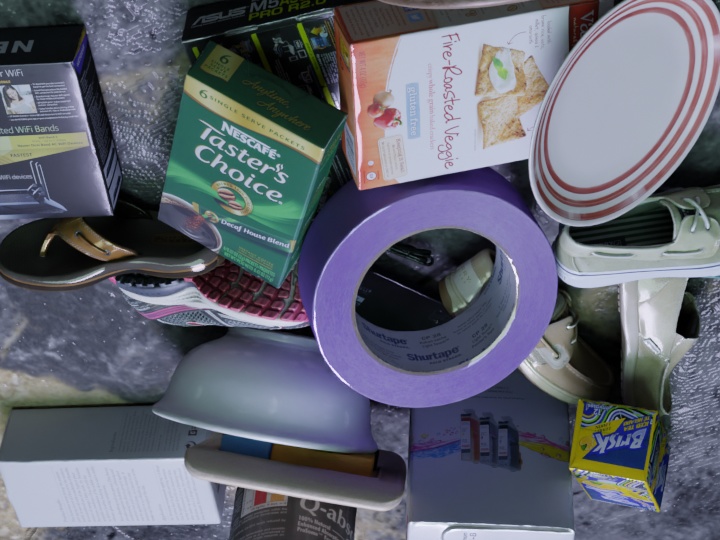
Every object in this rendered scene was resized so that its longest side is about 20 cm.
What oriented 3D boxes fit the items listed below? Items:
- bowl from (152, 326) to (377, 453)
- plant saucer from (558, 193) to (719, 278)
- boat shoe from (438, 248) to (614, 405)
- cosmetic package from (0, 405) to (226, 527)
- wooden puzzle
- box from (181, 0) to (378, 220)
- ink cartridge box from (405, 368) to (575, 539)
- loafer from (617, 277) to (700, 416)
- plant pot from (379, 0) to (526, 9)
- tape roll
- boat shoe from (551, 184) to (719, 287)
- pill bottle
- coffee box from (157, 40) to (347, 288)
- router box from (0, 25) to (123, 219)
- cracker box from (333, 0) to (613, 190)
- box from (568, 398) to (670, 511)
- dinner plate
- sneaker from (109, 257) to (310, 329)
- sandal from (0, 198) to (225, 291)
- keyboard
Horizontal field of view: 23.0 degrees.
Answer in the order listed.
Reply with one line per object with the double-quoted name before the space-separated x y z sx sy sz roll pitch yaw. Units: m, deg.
"bowl" -0.076 0.099 1.555 0.201 0.201 0.091 10 89 -5
"plant saucer" 0.261 -0.026 1.457 0.200 0.070 0.019 5 161 0
"boat shoe" 0.158 0.050 1.532 0.200 0.072 0.065 36 117 -26
"cosmetic package" -0.234 0.187 1.693 0.200 0.071 0.102 -2 134 7
"wooden puzzle" -0.050 0.163 1.549 0.185 0.200 0.037 10 93 2
"box" -0.031 -0.131 1.393 0.160 0.044 0.200 -11 131 15
"ink cartridge box" 0.113 0.197 1.584 0.144 0.200 0.145 3 134 3
"loafer" 0.258 0.056 1.524 0.068 0.076 0.200 0 133 13
"plant pot" 0.081 -0.282 1.158 0.200 0.200 0.175 -6 116 11
"tape roll" 0.053 0.009 1.414 0.200 0.066 0.200 -6 121 -10
"boat shoe" 0.251 -0.030 1.415 0.200 0.072 0.062 -14 160 -6
"pill bottle" -0.063 0.244 1.644 0.116 0.200 0.117 2 134 3
"coffee box" -0.089 -0.078 1.374 0.123 0.044 0.200 30 146 4
"router box" -0.305 -0.115 1.426 0.200 0.052 0.157 -1 133 6
"cracker box" 0.085 -0.144 1.322 0.200 0.058 0.134 -12 131 -9
"box" 0.231 0.165 1.567 0.070 0.064 0.200 9 168 15
"dinner plate" 0.196 -0.125 1.326 0.200 0.024 0.200 -27 136 -29
"sneaker" -0.117 0.014 1.506 0.200 0.081 0.075 11 146 29
"sandal" -0.207 -0.028 1.474 0.200 0.082 0.055 -1 137 12
"keyboard" 0.000 0.000 1.533 0.200 0.021 0.127 24 137 -18
